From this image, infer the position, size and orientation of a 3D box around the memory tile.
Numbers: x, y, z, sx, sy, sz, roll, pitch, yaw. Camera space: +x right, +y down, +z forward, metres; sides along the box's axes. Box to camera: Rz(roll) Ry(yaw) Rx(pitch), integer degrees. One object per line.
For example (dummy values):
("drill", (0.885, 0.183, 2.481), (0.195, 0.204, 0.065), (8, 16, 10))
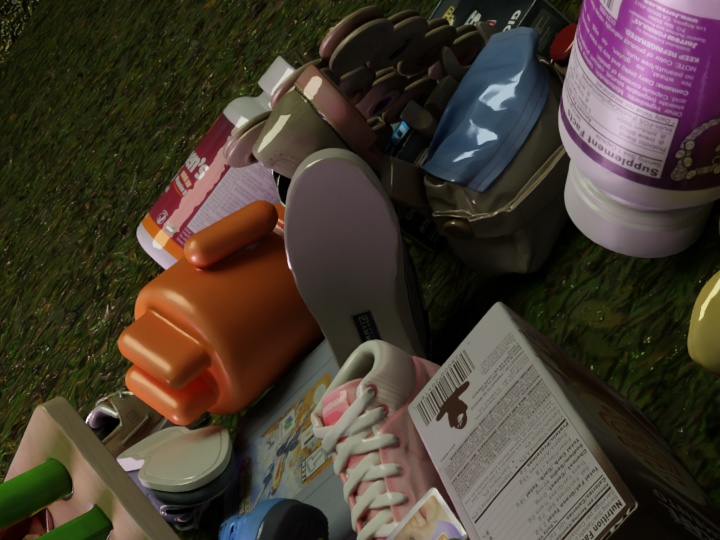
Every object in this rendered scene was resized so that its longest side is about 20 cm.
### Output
("memory tile", (0.001, -0.121, 1.116), (0.153, 0.017, 0.200), (-43, -17, 24))

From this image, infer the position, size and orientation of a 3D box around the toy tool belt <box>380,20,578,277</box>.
("toy tool belt", (0.093, -0.103, 1.056), (0.125, 0.123, 0.201), (-10, 50, 58))

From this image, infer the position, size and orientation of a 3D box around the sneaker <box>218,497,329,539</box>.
("sneaker", (-0.057, 0.166, 0.918), (0.200, 0.078, 0.066), (73, -142, -69))

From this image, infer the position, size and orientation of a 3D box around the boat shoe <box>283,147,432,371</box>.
("boat shoe", (0.000, 0.000, 1.033), (0.074, 0.201, 0.093), (-10, 29, 6))

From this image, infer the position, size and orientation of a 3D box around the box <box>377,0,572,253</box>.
("box", (0.062, -0.118, 1.230), (0.201, 0.046, 0.159), (-57, 24, -3))

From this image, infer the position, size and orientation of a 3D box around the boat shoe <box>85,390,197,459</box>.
("boat shoe", (-0.187, 0.130, 1.321), (0.075, 0.068, 0.200), (-33, 20, 45))

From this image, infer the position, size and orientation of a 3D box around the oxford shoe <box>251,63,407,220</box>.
("oxford shoe", (-0.023, -0.066, 1.060), (0.074, 0.200, 0.071), (-42, 65, -2))

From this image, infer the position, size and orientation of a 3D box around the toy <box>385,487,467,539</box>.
("toy", (-0.004, 0.221, 0.854), (0.200, 0.047, 0.115), (-51, 46, 13))

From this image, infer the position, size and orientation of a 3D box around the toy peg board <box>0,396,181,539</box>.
("toy peg board", (-0.189, 0.223, 0.992), (0.098, 0.200, 0.200), (-24, -26, -44))

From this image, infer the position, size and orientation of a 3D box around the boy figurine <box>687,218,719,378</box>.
("boy figurine", (0.226, -0.034, 0.789), (0.201, 0.064, 0.124), (-62, 23, -12))

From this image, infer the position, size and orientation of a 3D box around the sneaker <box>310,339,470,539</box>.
("sneaker", (0.011, 0.127, 0.937), (0.075, 0.104, 0.201), (-32, 34, 39))

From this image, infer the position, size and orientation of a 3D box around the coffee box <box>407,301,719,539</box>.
("coffee box", (0.107, 0.112, 0.762), (0.080, 0.114, 0.200), (-50, 25, 11))

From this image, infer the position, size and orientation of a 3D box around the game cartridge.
("game cartridge", (-0.041, 0.138, 1.108), (0.133, 0.041, 0.200), (-40, 27, 22))

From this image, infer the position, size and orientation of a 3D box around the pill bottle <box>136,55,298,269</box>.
("pill bottle", (-0.094, -0.078, 1.396), (0.200, 0.109, 0.110), (-53, 24, 6))

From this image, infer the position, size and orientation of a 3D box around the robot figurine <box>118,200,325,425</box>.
("robot figurine", (-0.084, 0.026, 1.191), (0.200, 0.144, 0.116), (-39, 16, -32))

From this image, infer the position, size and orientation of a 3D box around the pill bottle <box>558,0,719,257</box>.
("pill bottle", (0.165, -0.105, 0.850), (0.201, 0.112, 0.113), (97, -178, -46))

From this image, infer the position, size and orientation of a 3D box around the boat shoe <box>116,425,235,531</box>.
("boat shoe", (-0.127, 0.156, 1.192), (0.073, 0.062, 0.200), (-29, 8, -20))
